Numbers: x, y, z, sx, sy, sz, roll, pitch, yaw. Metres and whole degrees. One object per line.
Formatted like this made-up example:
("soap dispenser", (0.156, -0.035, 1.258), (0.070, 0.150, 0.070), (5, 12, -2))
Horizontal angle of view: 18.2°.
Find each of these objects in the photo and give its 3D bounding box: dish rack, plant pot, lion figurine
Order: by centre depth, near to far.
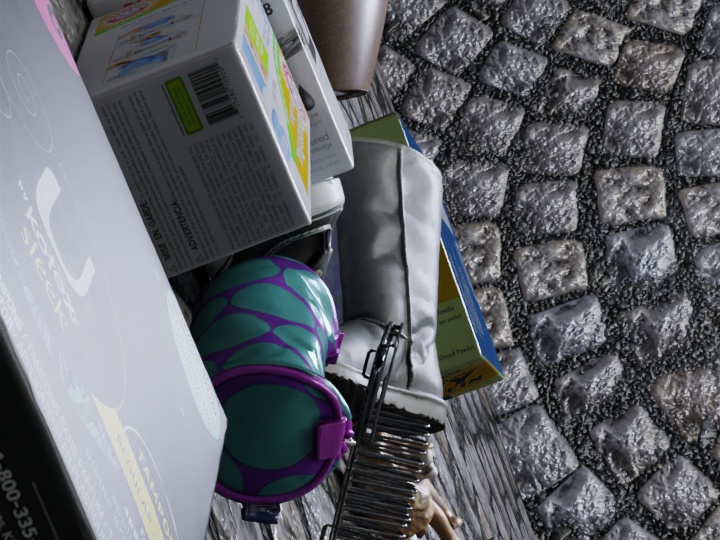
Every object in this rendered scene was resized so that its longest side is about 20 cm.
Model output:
("dish rack", (0.008, 0.131, 1.290), (0.153, 0.054, 0.200), (-74, 177, -83))
("lion figurine", (0.029, 0.175, 1.751), (0.123, 0.072, 0.200), (53, -8, -4))
("plant pot", (-0.049, -0.253, 2.017), (0.187, 0.187, 0.200), (8, 77, -84))

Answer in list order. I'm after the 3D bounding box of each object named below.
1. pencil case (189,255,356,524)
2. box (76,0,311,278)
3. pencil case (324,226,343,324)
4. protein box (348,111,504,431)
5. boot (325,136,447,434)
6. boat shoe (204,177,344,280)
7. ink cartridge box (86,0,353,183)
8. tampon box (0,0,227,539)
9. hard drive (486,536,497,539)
("pencil case", (-0.050, 0.057, 1.213), (0.200, 0.092, 0.085), (-97, -156, -72))
("box", (-0.093, -0.087, 1.264), (0.200, 0.101, 0.113), (-95, 163, -69))
("pencil case", (-0.032, -0.004, 1.613), (0.083, 0.091, 0.200), (-33, -109, 58))
("protein box", (0.011, 0.007, 1.749), (0.200, 0.135, 0.199), (41, 30, -79))
("boot", (-0.002, 0.000, 1.530), (0.182, 0.073, 0.200), (25, 61, -48))
("boat shoe", (-0.045, -0.006, 1.358), (0.200, 0.071, 0.064), (136, -66, -73))
("ink cartridge box", (-0.093, -0.140, 1.389), (0.067, 0.116, 0.200), (-93, 162, -67))
("tampon box", (-0.118, 0.024, 0.524), (0.200, 0.126, 0.150), (-92, 161, -74))
("hard drive", (0.101, 0.320, 1.717), (0.135, 0.042, 0.200), (-46, 119, -50))
